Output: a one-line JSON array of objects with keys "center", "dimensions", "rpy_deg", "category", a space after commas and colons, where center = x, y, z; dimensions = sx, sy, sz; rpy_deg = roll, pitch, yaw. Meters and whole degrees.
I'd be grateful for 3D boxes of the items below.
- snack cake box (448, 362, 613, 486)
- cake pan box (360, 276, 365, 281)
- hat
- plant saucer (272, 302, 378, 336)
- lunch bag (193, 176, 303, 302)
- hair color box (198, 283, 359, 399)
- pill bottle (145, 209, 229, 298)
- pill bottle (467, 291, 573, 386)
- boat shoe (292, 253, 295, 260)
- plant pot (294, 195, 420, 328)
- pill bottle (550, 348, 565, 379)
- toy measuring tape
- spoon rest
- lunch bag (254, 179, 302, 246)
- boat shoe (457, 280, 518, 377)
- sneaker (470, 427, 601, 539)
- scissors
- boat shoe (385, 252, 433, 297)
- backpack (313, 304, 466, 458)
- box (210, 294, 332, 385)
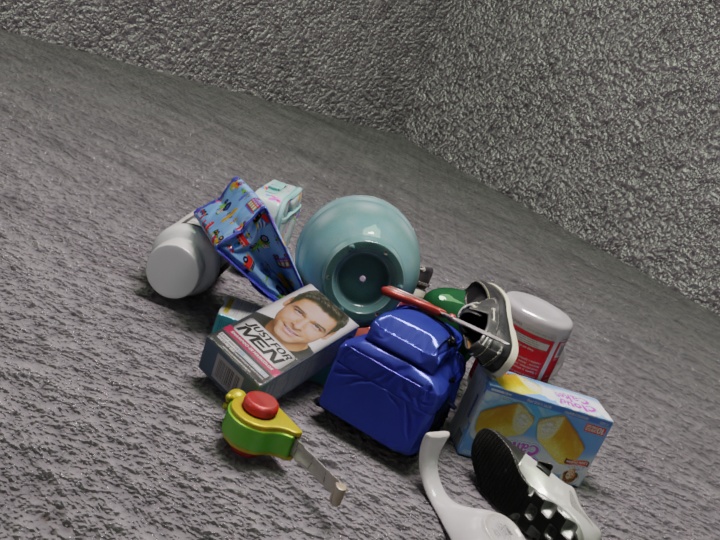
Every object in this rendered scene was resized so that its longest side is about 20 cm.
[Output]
[{"center": [0.238, 0.219, 1.139], "dimensions": [0.197, 0.116, 0.067], "rpy_deg": [17, 18, -13], "category": "snack cake box"}, {"center": [0.058, 0.053, 1.473], "dimensions": [0.182, 0.053, 0.200], "rpy_deg": [25, 6, 17], "category": "cake pan box"}, {"center": [0.100, 0.055, 1.286], "dimensions": [0.175, 0.168, 0.199], "rpy_deg": [29, -28, -18], "category": "hat"}, {"center": [-0.030, 0.092, 1.311], "dimensions": [0.197, 0.037, 0.200], "rpy_deg": [26, 15, 11], "category": "plant saucer"}, {"center": [-0.141, -0.020, 1.200], "dimensions": [0.201, 0.094, 0.151], "rpy_deg": [53, -5, -32], "category": "lunch bag"}, {"center": [-0.103, 0.099, 1.058], "dimensions": [0.099, 0.061, 0.199], "rpy_deg": [39, 38, 20], "category": "hair color box"}, {"center": [-0.262, -0.026, 1.258], "dimensions": [0.109, 0.112, 0.200], "rpy_deg": [22, 17, 0], "category": "pill bottle"}, {"center": [0.228, 0.143, 1.205], "dimensions": [0.111, 0.202, 0.112], "rpy_deg": [20, 16, -6], "category": "pill bottle"}, {"center": [-0.090, -0.025, 1.559], "dimensions": [0.068, 0.073, 0.200], "rpy_deg": [5, 16, 25], "category": "boat shoe"}, {"center": [0.000, 0.000, 1.198], "dimensions": [0.197, 0.203, 0.134], "rpy_deg": [19, 13, -9], "category": "plant pot"}, {"center": [0.291, 0.119, 1.512], "dimensions": [0.109, 0.112, 0.200], "rpy_deg": [15, 19, -22], "category": "pill bottle"}, {"center": [-0.098, 0.191, 0.883], "dimensions": [0.073, 0.074, 0.199], "rpy_deg": [4, 24, -45], "category": "toy measuring tape"}, {"center": [0.127, 0.282, 0.934], "dimensions": [0.098, 0.061, 0.201], "rpy_deg": [7, 36, -38], "category": "spoon rest"}, {"center": [-0.164, -0.082, 1.465], "dimensions": [0.076, 0.162, 0.200], "rpy_deg": [21, 16, -1], "category": "lunch bag"}, {"center": [0.172, 0.066, 1.142], "dimensions": [0.067, 0.072, 0.201], "rpy_deg": [27, 25, -14], "category": "boat shoe"}, {"center": [0.219, 0.280, 1.015], "dimensions": [0.088, 0.075, 0.200], "rpy_deg": [5, 33, -43], "category": "sneaker"}, {"center": [0.114, 0.058, 1.066], "dimensions": [0.198, 0.014, 0.073], "rpy_deg": [21, 2, 24], "category": "scissors"}, {"center": [0.041, -0.019, 1.480], "dimensions": [0.198, 0.061, 0.074], "rpy_deg": [27, 6, 20], "category": "boat shoe"}, {"center": [0.066, 0.138, 1.087], "dimensions": [0.161, 0.169, 0.200], "rpy_deg": [32, 13, 16], "category": "backpack"}, {"center": [-0.113, 0.103, 1.162], "dimensions": [0.197, 0.050, 0.082], "rpy_deg": [21, 17, -5], "category": "box"}]
